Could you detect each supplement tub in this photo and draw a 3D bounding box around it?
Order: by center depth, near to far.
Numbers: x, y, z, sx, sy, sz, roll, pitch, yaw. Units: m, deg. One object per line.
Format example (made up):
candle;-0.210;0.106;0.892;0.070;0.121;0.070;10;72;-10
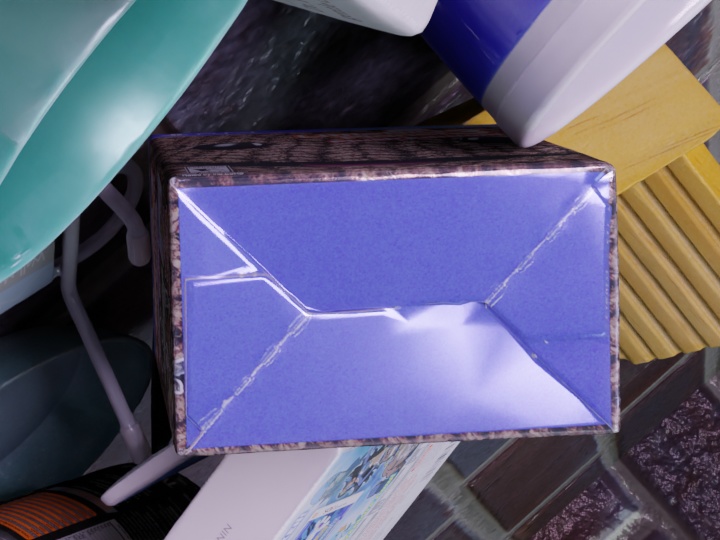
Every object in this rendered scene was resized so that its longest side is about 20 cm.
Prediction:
supplement tub;-0.156;0.171;1.021;0.123;0.123;0.200;-49;162;26

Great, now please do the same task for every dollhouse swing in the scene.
dollhouse swing;0.089;-0.004;1.052;0.181;0.177;0.200;-31;-173;-33

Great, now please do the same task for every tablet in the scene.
tablet;-0.033;0.058;0.997;0.130;0.014;0.200;-33;175;24

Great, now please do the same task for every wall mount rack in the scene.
wall mount rack;-0.155;0.044;0.886;0.199;0.075;0.174;-33;154;-27

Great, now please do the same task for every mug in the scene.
mug;-0.106;-0.087;0.558;0.152;0.114;0.185;-51;177;1

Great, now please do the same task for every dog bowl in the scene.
dog bowl;0.104;-0.140;0.740;0.200;0.079;0.200;-42;174;-5

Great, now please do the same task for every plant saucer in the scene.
plant saucer;-0.190;0.089;1.014;0.200;0.036;0.200;-37;164;-13

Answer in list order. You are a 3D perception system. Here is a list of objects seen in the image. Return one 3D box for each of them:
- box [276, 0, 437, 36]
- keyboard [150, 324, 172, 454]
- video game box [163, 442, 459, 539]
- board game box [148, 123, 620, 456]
box;-0.040;-0.170;0.383;0.199;0.130;0.202;18;89;-72
keyboard;-0.089;0.013;1.008;0.105;0.039;0.200;-62;176;-23
video game box;-0.035;0.121;0.946;0.200;0.047;0.182;-54;166;22
board game box;0.000;0.000;0.807;0.158;0.098;0.200;-2;-172;-8
